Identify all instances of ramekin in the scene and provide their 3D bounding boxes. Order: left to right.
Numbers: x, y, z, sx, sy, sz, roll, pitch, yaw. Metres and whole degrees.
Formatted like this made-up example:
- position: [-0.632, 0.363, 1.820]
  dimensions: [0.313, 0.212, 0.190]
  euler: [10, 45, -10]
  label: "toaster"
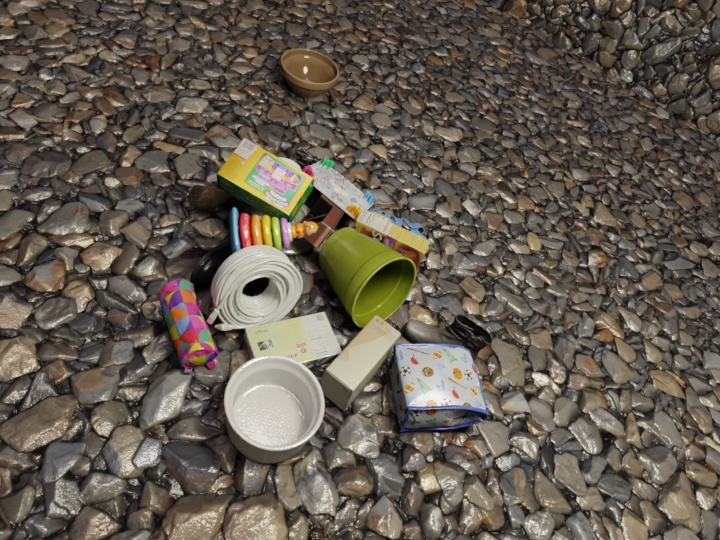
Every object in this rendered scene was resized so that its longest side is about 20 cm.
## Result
- position: [-0.177, 0.282, 1.162]
  dimensions: [0.196, 0.098, 0.203]
  euler: [10, 48, -11]
  label: "ramekin"

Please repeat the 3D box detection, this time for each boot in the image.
- position: [-0.276, 0.007, 1.369]
  dimensions: [0.167, 0.077, 0.200]
  euler: [33, 42, 14]
  label: "boot"
- position: [0.210, 0.144, 1.395]
  dimensions: [0.197, 0.133, 0.070]
  euler: [24, 48, 1]
  label: "boot"

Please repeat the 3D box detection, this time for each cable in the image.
- position: [-0.229, 0.041, 1.282]
  dimensions: [0.197, 0.202, 0.069]
  euler: [10, 27, -37]
  label: "cable"

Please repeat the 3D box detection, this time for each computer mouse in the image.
- position: [-0.142, -0.259, 1.670]
  dimensions: [0.138, 0.046, 0.203]
  euler: [22, 46, -18]
  label: "computer mouse"

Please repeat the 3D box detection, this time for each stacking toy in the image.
- position: [-0.192, -0.083, 1.310]
  dimensions: [0.196, 0.116, 0.112]
  euler: [-7, 72, -6]
  label: "stacking toy"

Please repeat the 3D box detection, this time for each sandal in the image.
- position: [0.103, -0.115, 1.618]
  dimensions: [0.198, 0.080, 0.088]
  euler: [29, 43, -7]
  label: "sandal"

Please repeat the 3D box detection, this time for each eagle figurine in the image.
- position: [-0.332, -0.217, 1.485]
  dimensions: [0.149, 0.153, 0.201]
  euler: [25, 48, 4]
  label: "eagle figurine"

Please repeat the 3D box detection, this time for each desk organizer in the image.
- position: [-0.098, -0.136, 1.500]
  dimensions: [0.077, 0.072, 0.201]
  euler: [38, 25, -7]
  label: "desk organizer"

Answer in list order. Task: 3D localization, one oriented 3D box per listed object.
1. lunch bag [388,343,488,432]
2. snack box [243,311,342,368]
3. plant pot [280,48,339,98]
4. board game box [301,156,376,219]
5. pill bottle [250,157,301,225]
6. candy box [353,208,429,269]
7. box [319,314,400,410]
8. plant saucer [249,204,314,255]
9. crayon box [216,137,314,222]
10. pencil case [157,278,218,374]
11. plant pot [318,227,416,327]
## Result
- position: [0.173, 0.260, 1.294]
  dimensions: [0.196, 0.125, 0.172]
  euler: [-2, 51, -11]
  label: "lunch bag"
- position: [-0.152, 0.168, 1.308]
  dimensions: [0.197, 0.037, 0.117]
  euler: [-10, 55, -27]
  label: "snack box"
- position: [-0.177, -0.646, 1.942]
  dimensions: [0.197, 0.093, 0.204]
  euler: [11, 49, -12]
  label: "plant pot"
- position: [-0.056, -0.235, 1.609]
  dimensions: [0.199, 0.026, 0.200]
  euler: [39, 25, 0]
  label: "board game box"
- position: [-0.209, -0.171, 1.444]
  dimensions: [0.112, 0.114, 0.204]
  euler: [12, 66, -9]
  label: "pill bottle"
- position: [0.070, -0.065, 1.531]
  dimensions: [0.197, 0.118, 0.057]
  euler: [26, 47, 4]
  label: "candy box"
- position: [0.000, 0.204, 1.296]
  dimensions: [0.077, 0.096, 0.200]
  euler: [35, 47, 13]
  label: "box"
- position: [-0.196, -0.133, 1.535]
  dimensions: [0.196, 0.051, 0.203]
  euler: [10, 49, -11]
  label: "plant saucer"
- position: [-0.222, -0.207, 1.361]
  dimensions: [0.198, 0.058, 0.120]
  euler: [30, 66, 2]
  label: "crayon box"
- position: [-0.371, 0.117, 1.243]
  dimensions: [0.087, 0.089, 0.202]
  euler: [-13, 59, -28]
  label: "pencil case"
- position: [0.000, 0.000, 1.417]
  dimensions: [0.198, 0.203, 0.193]
  euler: [-23, 49, -33]
  label: "plant pot"
